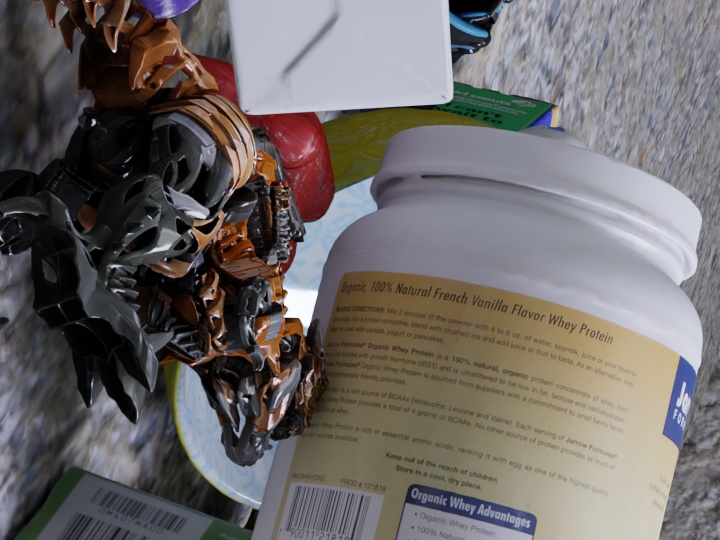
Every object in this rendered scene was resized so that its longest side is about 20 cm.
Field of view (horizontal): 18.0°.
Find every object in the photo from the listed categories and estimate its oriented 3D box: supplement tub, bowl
[{"bbox_3d":[0.043,0.061,0.824,0.144,0.144,0.200,55,48,-72],"label":"supplement tub"},{"bbox_3d":[0.000,0.000,0.981,0.108,0.200,0.200,-117,-155,-45],"label":"bowl"}]

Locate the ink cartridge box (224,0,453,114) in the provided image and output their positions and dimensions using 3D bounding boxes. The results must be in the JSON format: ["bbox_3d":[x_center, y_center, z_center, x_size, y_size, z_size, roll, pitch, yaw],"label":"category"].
[{"bbox_3d":[-0.010,-0.151,0.725,0.200,0.068,0.115,-92,177,-54],"label":"ink cartridge box"}]

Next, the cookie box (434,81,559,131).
[{"bbox_3d":[0.032,0.004,1.211,0.200,0.075,0.171,-43,146,-63],"label":"cookie box"}]

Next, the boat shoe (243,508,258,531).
[{"bbox_3d":[-0.050,0.166,1.117,0.071,0.064,0.200,46,42,-85],"label":"boat shoe"}]

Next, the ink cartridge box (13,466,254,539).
[{"bbox_3d":[-0.087,0.183,0.931,0.059,0.104,0.200,-55,157,-47],"label":"ink cartridge box"}]

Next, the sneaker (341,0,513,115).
[{"bbox_3d":[0.028,-0.113,1.046,0.200,0.082,0.073,64,44,-71],"label":"sneaker"}]

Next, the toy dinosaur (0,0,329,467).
[{"bbox_3d":[-0.076,-0.020,0.730,0.102,0.200,0.136,-25,-166,49],"label":"toy dinosaur"}]

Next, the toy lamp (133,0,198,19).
[{"bbox_3d":[-0.072,-0.153,0.681,0.200,0.058,0.058,88,25,-55],"label":"toy lamp"}]

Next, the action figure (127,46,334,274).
[{"bbox_3d":[-0.053,-0.084,0.846,0.065,0.099,0.200,75,13,-59],"label":"action figure"}]

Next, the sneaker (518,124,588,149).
[{"bbox_3d":[0.086,-0.026,1.126,0.200,0.076,0.105,94,6,-53],"label":"sneaker"}]
